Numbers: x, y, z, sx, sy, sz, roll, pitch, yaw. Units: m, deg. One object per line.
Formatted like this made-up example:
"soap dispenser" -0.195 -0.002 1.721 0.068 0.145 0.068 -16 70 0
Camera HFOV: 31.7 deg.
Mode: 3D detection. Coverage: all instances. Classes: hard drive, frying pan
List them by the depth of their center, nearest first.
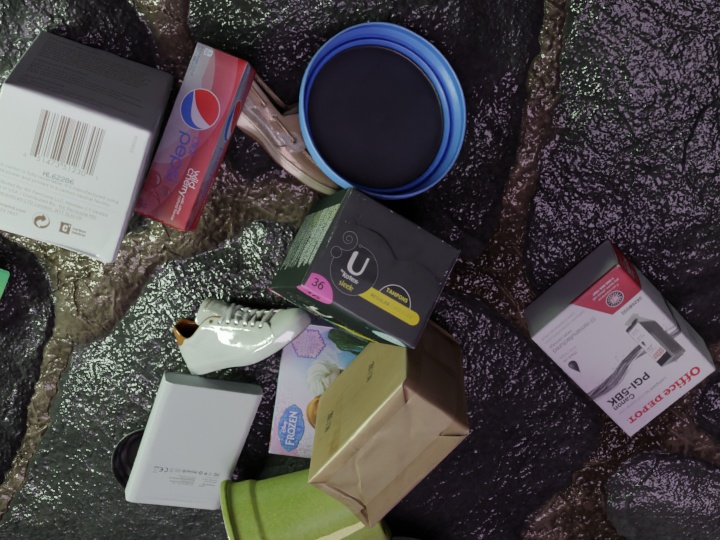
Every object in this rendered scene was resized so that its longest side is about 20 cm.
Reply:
"hard drive" -0.219 0.225 1.653 0.130 0.027 0.202 10 121 -22
"frying pan" -0.269 0.223 1.687 0.113 0.031 0.192 9 113 -7

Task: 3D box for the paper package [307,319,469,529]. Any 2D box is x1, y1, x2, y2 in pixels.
"paper package" 0.034 0.173 1.526 0.103 0.201 0.191 37 110 -15

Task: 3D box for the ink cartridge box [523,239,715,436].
"ink cartridge box" 0.326 0.087 1.593 0.147 0.083 0.200 -42 108 17

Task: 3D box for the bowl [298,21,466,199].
"bowl" 0.023 -0.178 1.438 0.198 0.039 0.204 3 81 -19

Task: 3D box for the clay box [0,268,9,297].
"clay box" -0.541 -0.001 1.575 0.198 0.048 0.116 25 113 -12

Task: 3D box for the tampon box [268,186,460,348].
"tampon box" 0.000 0.000 1.471 0.149 0.200 0.127 28 82 -12

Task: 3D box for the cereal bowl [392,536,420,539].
"cereal bowl" 0.035 0.433 1.742 0.197 0.084 0.202 -8 132 -9

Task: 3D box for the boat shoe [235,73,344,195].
"boat shoe" -0.084 -0.165 1.485 0.199 0.072 0.065 40 106 -10

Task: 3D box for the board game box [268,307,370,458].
"board game box" -0.011 0.157 1.650 0.197 0.041 0.202 7 115 -3

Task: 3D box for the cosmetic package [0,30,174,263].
"cosmetic package" -0.318 -0.142 1.423 0.165 0.201 0.168 17 115 -9

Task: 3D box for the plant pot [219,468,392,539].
"plant pot" -0.061 0.332 1.630 0.182 0.201 0.202 -22 114 1

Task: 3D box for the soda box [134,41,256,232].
"soda box" -0.183 -0.147 1.419 0.063 0.070 0.202 21 92 3

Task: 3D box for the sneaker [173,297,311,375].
"sneaker" -0.155 0.070 1.572 0.198 0.073 0.085 -18 109 31
